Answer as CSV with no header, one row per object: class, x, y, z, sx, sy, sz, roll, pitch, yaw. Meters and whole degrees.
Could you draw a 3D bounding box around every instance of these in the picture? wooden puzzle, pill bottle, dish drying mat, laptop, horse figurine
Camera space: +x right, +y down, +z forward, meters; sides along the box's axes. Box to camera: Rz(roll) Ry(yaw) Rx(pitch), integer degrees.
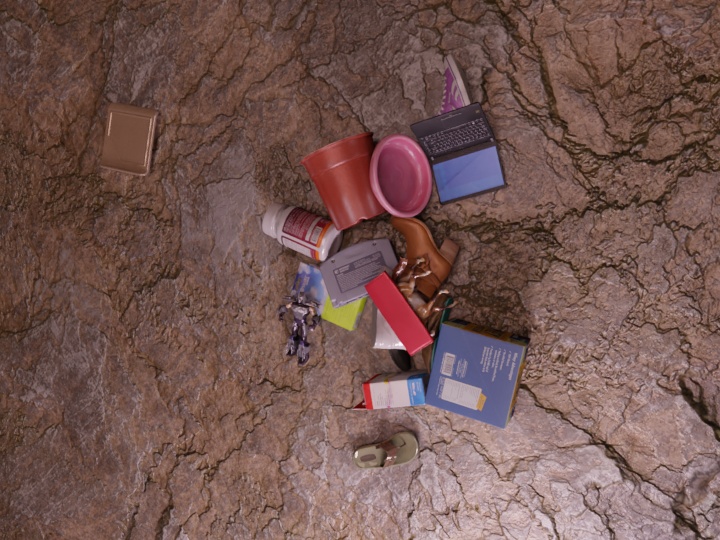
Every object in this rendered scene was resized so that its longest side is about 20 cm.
wooden puzzle,-0.695,-0.396,1.954,0.182,0.037,0.204,13,93,20
pill bottle,-0.154,-0.105,1.713,0.197,0.109,0.111,24,100,18
dish drying mat,0.090,0.101,1.531,0.076,0.018,0.201,-35,89,27
laptop,0.234,-0.274,1.548,0.175,0.200,0.105,-14,53,24
horse figurine,0.137,0.059,1.539,0.132,0.050,0.201,-38,94,16

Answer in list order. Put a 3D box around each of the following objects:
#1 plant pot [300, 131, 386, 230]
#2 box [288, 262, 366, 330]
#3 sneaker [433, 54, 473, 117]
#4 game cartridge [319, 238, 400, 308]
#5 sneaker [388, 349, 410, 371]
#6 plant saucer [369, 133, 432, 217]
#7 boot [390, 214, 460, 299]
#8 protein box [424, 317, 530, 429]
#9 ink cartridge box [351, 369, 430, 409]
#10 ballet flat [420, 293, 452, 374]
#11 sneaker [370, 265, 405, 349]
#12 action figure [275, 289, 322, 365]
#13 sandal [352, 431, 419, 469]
plant pot,-0.026,-0.216,1.625,0.198,0.200,0.198,-20,93,20
box,-0.084,0.066,1.726,0.197,0.048,0.124,22,99,19
sneaker,0.212,-0.415,1.580,0.113,0.072,0.204,-17,86,24
game cartridge,0.000,0.000,1.662,0.197,0.041,0.135,-21,79,1
sneaker,0.109,0.155,1.646,0.089,0.076,0.204,-11,92,12
plant saucer,0.092,-0.229,1.582,0.050,0.198,0.205,-7,90,50
boot,0.132,-0.036,1.607,0.198,0.077,0.157,32,82,4
protein box,0.281,0.239,1.545,0.197,0.135,0.202,14,97,20
ink cartridge box,0.081,0.301,1.635,0.197,0.116,0.069,-9,90,20
ballet flat,0.176,0.154,1.623,0.071,0.067,0.204,12,95,30
sneaker,0.090,0.095,1.597,0.113,0.074,0.204,7,80,-12
action figure,-0.160,0.143,1.713,0.128,0.069,0.203,18,117,27
sandal,0.065,0.479,1.681,0.199,0.057,0.081,-24,84,20
